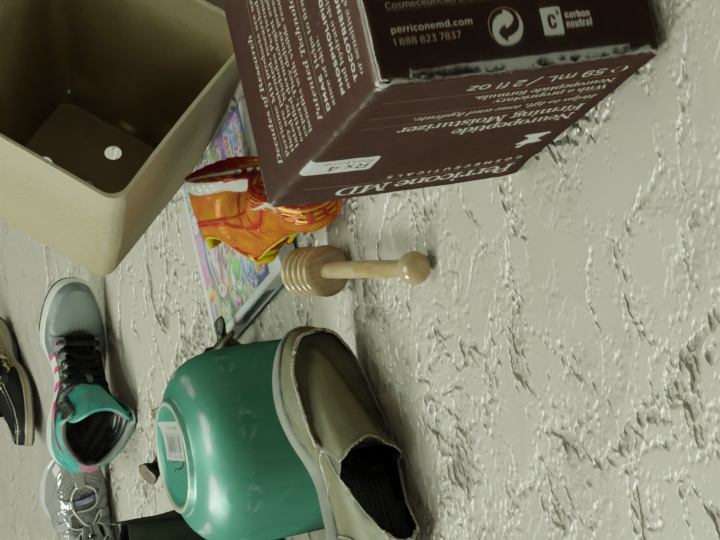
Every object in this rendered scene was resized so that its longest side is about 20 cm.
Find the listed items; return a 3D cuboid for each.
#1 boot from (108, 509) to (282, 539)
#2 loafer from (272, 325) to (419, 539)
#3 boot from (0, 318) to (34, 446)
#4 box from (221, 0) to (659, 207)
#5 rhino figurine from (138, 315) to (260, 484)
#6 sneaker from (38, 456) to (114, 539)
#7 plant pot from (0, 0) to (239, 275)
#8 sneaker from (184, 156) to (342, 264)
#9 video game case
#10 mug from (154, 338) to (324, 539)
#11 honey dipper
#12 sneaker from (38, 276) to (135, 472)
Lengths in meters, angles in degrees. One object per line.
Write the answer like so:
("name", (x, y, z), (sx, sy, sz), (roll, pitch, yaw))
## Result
("boot", (-0.130, 0.287, 1.784), (0.077, 0.137, 0.202), (159, 101, -68))
("loafer", (-0.001, 0.122, 1.508), (0.070, 0.075, 0.201), (-47, 58, 49))
("boot", (-0.478, 0.143, 2.596), (0.073, 0.149, 0.201), (104, 150, -44))
("box", (0.034, -0.150, 1.173), (0.200, 0.165, 0.166), (138, 120, -65))
("rhino figurine", (-0.129, 0.106, 1.800), (0.060, 0.087, 0.201), (36, 142, 11))
("sneaker", (-0.286, 0.278, 2.291), (0.082, 0.074, 0.201), (32, 137, 50))
("plant pot", (-0.221, -0.118, 1.725), (0.199, 0.200, 0.178), (28, 149, 12))
("sneaker", (-0.062, -0.043, 1.598), (0.200, 0.073, 0.078), (10, 123, 64))
("video game case", (-0.101, -0.037, 1.758), (0.200, 0.018, 0.144), (134, 125, -63))
("mug", (-0.096, 0.147, 1.678), (0.152, 0.114, 0.186), (-120, 31, -43))
("honey dipper", (0.000, 0.000, 1.500), (0.200, 0.038, 0.038), (-1, 97, 64))
("sneaker", (-0.278, 0.114, 2.172), (0.121, 0.083, 0.202), (-159, 66, -63))
